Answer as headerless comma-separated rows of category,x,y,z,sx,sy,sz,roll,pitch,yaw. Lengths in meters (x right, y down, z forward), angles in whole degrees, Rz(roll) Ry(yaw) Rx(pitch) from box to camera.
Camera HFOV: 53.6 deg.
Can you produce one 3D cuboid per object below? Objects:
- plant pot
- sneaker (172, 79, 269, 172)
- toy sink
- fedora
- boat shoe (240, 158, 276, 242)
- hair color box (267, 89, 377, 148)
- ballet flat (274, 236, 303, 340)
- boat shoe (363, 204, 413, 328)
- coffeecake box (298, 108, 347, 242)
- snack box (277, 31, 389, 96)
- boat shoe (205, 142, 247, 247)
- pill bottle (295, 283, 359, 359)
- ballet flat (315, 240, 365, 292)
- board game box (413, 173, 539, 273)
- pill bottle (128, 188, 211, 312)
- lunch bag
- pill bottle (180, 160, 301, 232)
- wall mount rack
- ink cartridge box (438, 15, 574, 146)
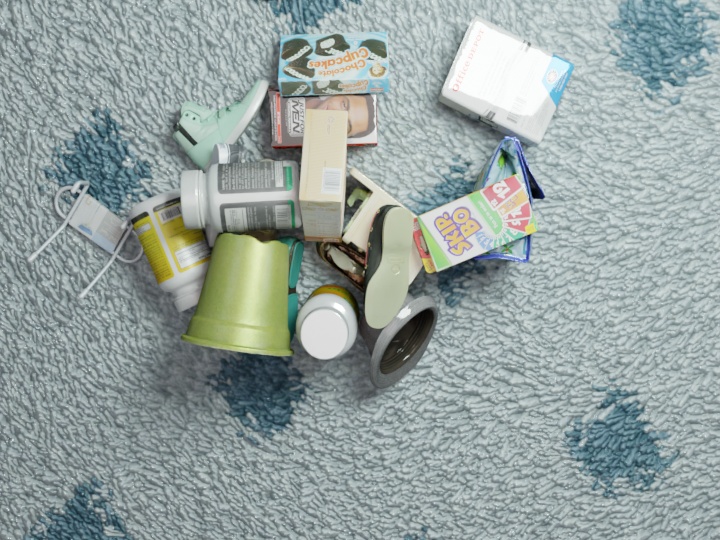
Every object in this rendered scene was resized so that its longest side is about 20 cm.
plant pot,-0.197,0.039,1.230,0.194,0.200,0.190,9,87,0
sneaker,-0.257,-0.287,1.287,0.118,0.074,0.201,39,98,-9
toy sink,0.035,-0.079,1.277,0.198,0.130,0.113,37,96,-4
fedora,0.058,0.108,1.296,0.175,0.203,0.090,-34,59,-26
boat shoe,-0.187,-0.102,1.309,0.071,0.069,0.207,6,98,0
hair color box,-0.066,-0.276,1.293,0.193,0.061,0.105,-2,95,1
ballet flat,-0.150,0.036,1.334,0.069,0.067,0.207,11,99,24
boat shoe,0.042,-0.007,1.192,0.072,0.063,0.208,6,99,-22
coffeecake box,-0.061,-0.154,1.214,0.071,0.200,0.158,3,74,-1
snack box,-0.046,-0.367,1.264,0.193,0.037,0.119,-2,59,1
boat shoe,-0.243,-0.133,1.298,0.066,0.072,0.205,0,119,-25
pill bottle,-0.057,0.093,1.262,0.107,0.200,0.115,0,97,1
ballet flat,0.000,0.000,1.315,0.198,0.072,0.068,37,100,-3
board game box,0.182,-0.074,1.163,0.195,0.030,0.098,-22,91,14
pill bottle,-0.333,-0.035,1.300,0.110,0.112,0.205,-22,95,4
lunch bag,0.249,-0.124,1.245,0.123,0.170,0.207,2,95,6
pill bottle,-0.198,-0.124,1.200,0.193,0.113,0.117,-3,96,-7
wall mount rack,-0.510,-0.059,1.321,0.198,0.075,0.176,35,97,-1
ink cartridge box,0.254,-0.332,1.265,0.196,0.086,0.150,25,96,0
